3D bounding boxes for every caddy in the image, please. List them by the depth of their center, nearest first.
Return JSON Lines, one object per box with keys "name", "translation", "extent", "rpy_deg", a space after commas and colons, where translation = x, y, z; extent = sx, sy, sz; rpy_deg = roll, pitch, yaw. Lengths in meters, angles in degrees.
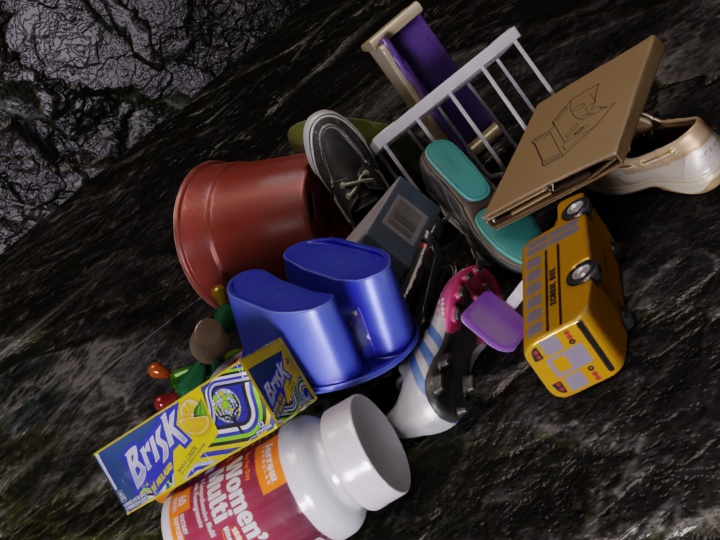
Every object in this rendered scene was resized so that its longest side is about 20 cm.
{"name": "caddy", "translation": [-0.036, 0.049, 1.022], "extent": [0.140, 0.106, 0.199], "rpy_deg": [-29, 24, -26]}

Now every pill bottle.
{"name": "pill bottle", "translation": [-0.063, 0.192, 0.940], "extent": [0.199, 0.110, 0.110], "rpy_deg": [-32, 22, 17]}

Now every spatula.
{"name": "spatula", "translation": [0.161, 0.006, 1.036], "extent": [0.200, 0.056, 0.021], "rpy_deg": [-46, -9, -35]}

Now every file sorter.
{"name": "file sorter", "translation": [0.124, -0.158, 1.275], "extent": [0.199, 0.125, 0.139], "rpy_deg": [-39, 3, -1]}

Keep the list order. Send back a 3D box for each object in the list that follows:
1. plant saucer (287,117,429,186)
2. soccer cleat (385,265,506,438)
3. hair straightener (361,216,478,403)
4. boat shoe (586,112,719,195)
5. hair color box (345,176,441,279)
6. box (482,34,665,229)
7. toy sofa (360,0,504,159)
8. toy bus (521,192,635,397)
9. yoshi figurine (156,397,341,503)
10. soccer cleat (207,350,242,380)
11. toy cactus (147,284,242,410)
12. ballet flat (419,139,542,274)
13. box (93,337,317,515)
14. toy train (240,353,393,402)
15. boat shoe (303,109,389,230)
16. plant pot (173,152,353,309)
{"name": "plant saucer", "translation": [0.000, -0.145, 1.430], "extent": [0.199, 0.198, 0.032], "rpy_deg": [-8, 68, 52]}
{"name": "soccer cleat", "translation": [0.073, 0.071, 1.016], "extent": [0.086, 0.070, 0.201], "rpy_deg": [-30, 21, 38]}
{"name": "hair straightener", "translation": [0.067, 0.038, 1.083], "extent": [0.041, 0.076, 0.202], "rpy_deg": [-25, 41, 59]}
{"name": "boat shoe", "translation": [0.271, -0.119, 1.067], "extent": [0.074, 0.069, 0.199], "rpy_deg": [-46, 23, -19]}
{"name": "hair color box", "translation": [0.000, 0.000, 1.193], "extent": [0.200, 0.060, 0.099], "rpy_deg": [-47, 9, 47]}
{"name": "box", "translation": [0.212, -0.137, 1.089], "extent": [0.163, 0.021, 0.201], "rpy_deg": [-28, 23, 44]}
{"name": "toy sofa", "translation": [0.095, -0.230, 1.393], "extent": [0.083, 0.201, 0.098], "rpy_deg": [-39, 15, -5]}
{"name": "toy bus", "translation": [0.184, 0.015, 0.954], "extent": [0.078, 0.065, 0.201], "rpy_deg": [-31, 24, 23]}
{"name": "yoshi figurine", "translation": [-0.111, 0.153, 1.050], "extent": [0.198, 0.114, 0.112], "rpy_deg": [-21, -6, 20]}
{"name": "soccer cleat", "translation": [-0.089, 0.090, 1.262], "extent": [0.073, 0.069, 0.200], "rpy_deg": [18, 56, 42]}
{"name": "toy cactus", "translation": [-0.181, 0.090, 1.297], "extent": [0.201, 0.102, 0.165], "rpy_deg": [-52, -8, -21]}
{"name": "ballet flat", "translation": [0.127, -0.054, 1.143], "extent": [0.067, 0.069, 0.201], "rpy_deg": [-21, 53, -19]}
{"name": "box", "translation": [-0.137, 0.136, 0.957], "extent": [0.199, 0.065, 0.070], "rpy_deg": [-33, -3, 31]}
{"name": "toy train", "translation": [-0.048, 0.106, 1.135], "extent": [0.198, 0.085, 0.115], "rpy_deg": [-27, 37, 21]}
{"name": "boat shoe", "translation": [0.002, -0.092, 1.268], "extent": [0.070, 0.202, 0.064], "rpy_deg": [-32, 16, -6]}
{"name": "plant pot", "translation": [-0.100, -0.059, 1.405], "extent": [0.193, 0.202, 0.202], "rpy_deg": [-11, 34, 35]}
